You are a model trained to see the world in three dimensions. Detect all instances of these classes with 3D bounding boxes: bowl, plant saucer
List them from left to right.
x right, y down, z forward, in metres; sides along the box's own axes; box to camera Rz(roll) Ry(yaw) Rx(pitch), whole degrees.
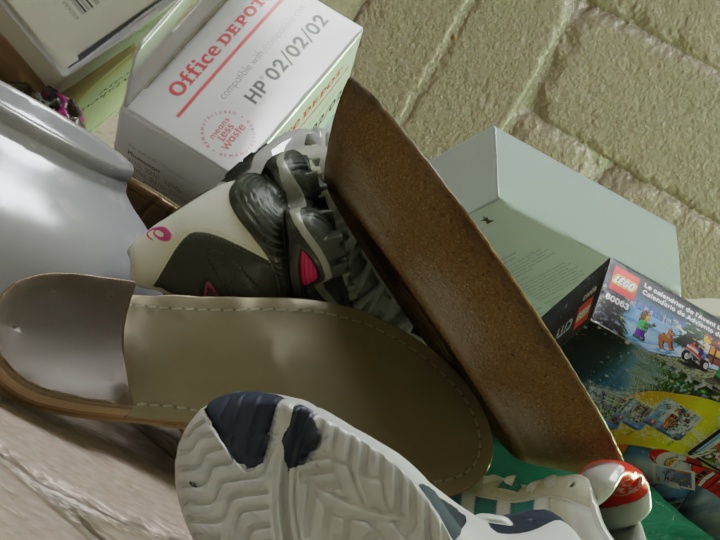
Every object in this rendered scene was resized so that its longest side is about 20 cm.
[{"bbox_3d":[-0.158,-0.028,1.248,0.200,0.091,0.201,29,5,-3],"label":"bowl"},{"bbox_3d":[0.039,0.011,1.236,0.201,0.035,0.200,55,-3,4],"label":"plant saucer"}]

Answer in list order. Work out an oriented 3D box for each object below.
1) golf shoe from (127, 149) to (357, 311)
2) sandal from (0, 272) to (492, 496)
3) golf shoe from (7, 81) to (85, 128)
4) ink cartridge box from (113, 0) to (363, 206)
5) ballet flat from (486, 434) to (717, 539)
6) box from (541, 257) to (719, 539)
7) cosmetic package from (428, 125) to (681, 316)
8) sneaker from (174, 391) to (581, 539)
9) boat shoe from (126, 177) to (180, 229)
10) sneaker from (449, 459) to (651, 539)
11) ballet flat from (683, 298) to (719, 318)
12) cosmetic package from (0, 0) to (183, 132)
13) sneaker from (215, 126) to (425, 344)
[{"bbox_3d":[-0.039,0.032,1.256,0.201,0.088,0.077,74,-4,-46],"label":"golf shoe"},{"bbox_3d":[-0.056,0.053,1.184,0.211,0.078,0.070,14,-28,-19],"label":"sandal"},{"bbox_3d":[-0.202,-0.059,1.506,0.200,0.073,0.092,28,-30,42],"label":"golf shoe"},{"bbox_3d":[-0.063,-0.063,1.421,0.068,0.115,0.200,31,-34,10],"label":"ink cartridge box"},{"bbox_3d":[0.130,0.142,1.363,0.199,0.067,0.071,30,43,-14],"label":"ballet flat"},{"bbox_3d":[0.121,0.081,1.385,0.136,0.038,0.200,30,-35,-12],"label":"box"},{"bbox_3d":[0.053,0.005,1.629,0.150,0.200,0.052,24,51,-40],"label":"cosmetic package"},{"bbox_3d":[0.024,0.108,1.023,0.199,0.080,0.130,30,4,-1],"label":"sneaker"},{"bbox_3d":[-0.072,0.026,1.369,0.200,0.071,0.065,41,1,1],"label":"boat shoe"},{"bbox_3d":[0.072,0.108,1.201,0.199,0.094,0.070,34,7,34],"label":"sneaker"},{"bbox_3d":[0.140,0.046,1.449,0.199,0.064,0.067,-5,20,17],"label":"ballet flat"},{"bbox_3d":[-0.158,-0.121,1.556,0.071,0.105,0.200,51,-22,3],"label":"cosmetic package"},{"bbox_3d":[0.000,0.000,1.343,0.081,0.075,0.200,54,9,33],"label":"sneaker"}]
